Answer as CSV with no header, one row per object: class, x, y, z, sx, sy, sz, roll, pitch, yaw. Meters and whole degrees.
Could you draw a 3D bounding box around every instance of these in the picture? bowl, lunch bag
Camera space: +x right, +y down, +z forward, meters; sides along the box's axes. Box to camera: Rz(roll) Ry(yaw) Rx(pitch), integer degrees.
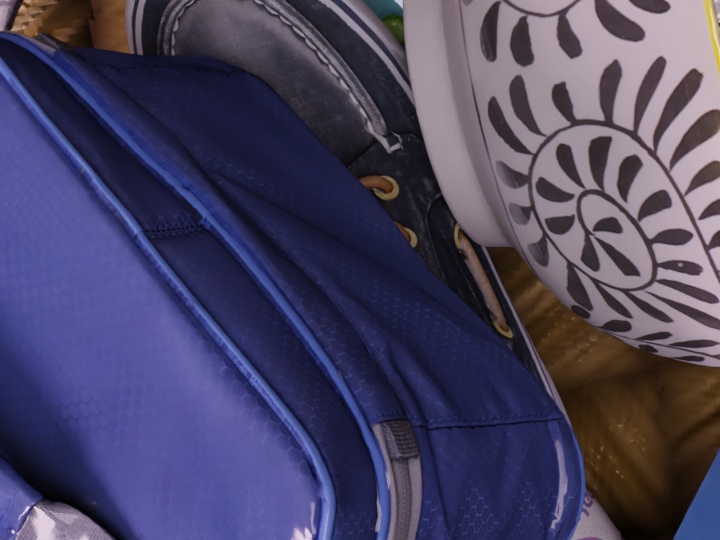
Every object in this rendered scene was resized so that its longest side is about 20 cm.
bowl,0.069,-0.057,0.791,0.094,0.201,0.202,-11,104,18
lunch bag,-0.063,0.031,0.719,0.200,0.132,0.136,46,112,23

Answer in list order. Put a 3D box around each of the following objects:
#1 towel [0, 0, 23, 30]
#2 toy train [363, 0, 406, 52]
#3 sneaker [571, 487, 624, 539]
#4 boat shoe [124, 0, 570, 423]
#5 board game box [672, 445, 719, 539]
towel,-0.128,-0.184,0.815,0.165,0.086,0.201,19,102,-5
toy train,-0.041,-0.022,0.864,0.150,0.056,0.200,33,103,-7
sneaker,-0.012,0.121,0.896,0.200,0.073,0.115,-28,98,-3
boat shoe,0.000,0.000,0.794,0.071,0.091,0.201,-30,102,12
board game box,0.130,0.150,0.862,0.158,0.200,0.039,40,142,-9
